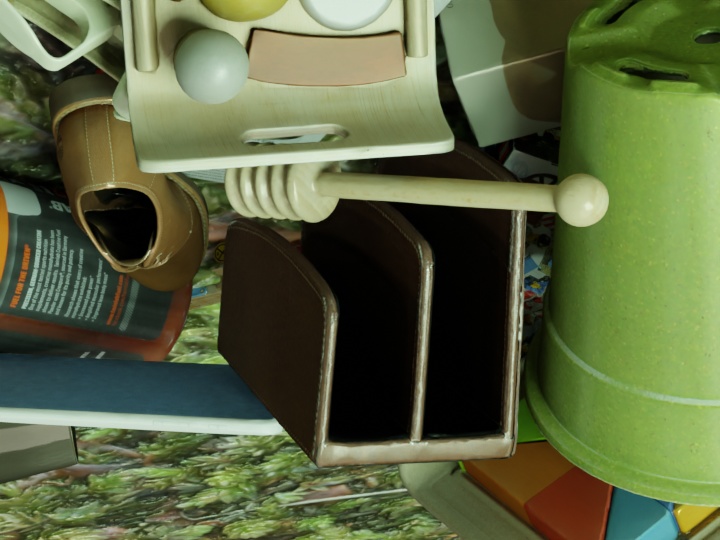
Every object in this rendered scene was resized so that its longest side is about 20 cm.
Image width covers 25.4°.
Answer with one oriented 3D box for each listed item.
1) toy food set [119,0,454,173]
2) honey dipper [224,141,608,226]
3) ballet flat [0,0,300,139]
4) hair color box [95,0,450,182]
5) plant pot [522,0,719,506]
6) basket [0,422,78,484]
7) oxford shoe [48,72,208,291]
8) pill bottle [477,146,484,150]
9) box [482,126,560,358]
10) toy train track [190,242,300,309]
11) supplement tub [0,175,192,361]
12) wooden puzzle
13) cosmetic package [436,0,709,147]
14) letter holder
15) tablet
[{"bbox_3d":[-0.032,-0.145,0.680,0.143,0.200,0.060,-5,-162,-11],"label":"toy food set"},{"bbox_3d":[0.022,-0.038,0.719,0.200,0.038,0.038,4,166,39],"label":"honey dipper"},{"bbox_3d":[-0.114,-0.106,0.740,0.200,0.069,0.069,35,138,-13],"label":"ballet flat"},{"bbox_3d":[-0.051,-0.122,0.826,0.111,0.064,0.200,8,150,-30],"label":"hair color box"},{"bbox_3d":[0.164,-0.030,0.728,0.200,0.200,0.190,-10,123,2],"label":"plant pot"},{"bbox_3d":[-0.303,0.097,1.105,0.200,0.136,0.180,-9,149,-10],"label":"basket"},{"bbox_3d":[-0.123,-0.025,0.854,0.071,0.071,0.200,-11,156,3],"label":"oxford shoe"},{"bbox_3d":[0.081,-0.014,1.028,0.112,0.112,0.200,12,146,-36],"label":"pill bottle"},{"bbox_3d":[0.109,-0.001,0.918,0.137,0.038,0.200,17,140,-12],"label":"box"},{"bbox_3d":[-0.104,0.006,1.102,0.200,0.033,0.115,-13,161,20],"label":"toy train track"},{"bbox_3d":[-0.208,-0.001,0.963,0.200,0.107,0.107,14,145,-39],"label":"supplement tub"},{"bbox_3d":[0.137,0.087,0.789,0.185,0.200,0.037,-34,126,-15],"label":"wooden puzzle"},{"bbox_3d":[0.139,-0.144,0.801,0.200,0.105,0.071,-16,151,9],"label":"cosmetic package"},{"bbox_3d":[0.000,0.000,0.822,0.101,0.142,0.200,0,-167,-18],"label":"letter holder"},{"bbox_3d":[-0.140,0.068,0.884,0.200,0.014,0.130,2,-171,-1],"label":"tablet"}]
